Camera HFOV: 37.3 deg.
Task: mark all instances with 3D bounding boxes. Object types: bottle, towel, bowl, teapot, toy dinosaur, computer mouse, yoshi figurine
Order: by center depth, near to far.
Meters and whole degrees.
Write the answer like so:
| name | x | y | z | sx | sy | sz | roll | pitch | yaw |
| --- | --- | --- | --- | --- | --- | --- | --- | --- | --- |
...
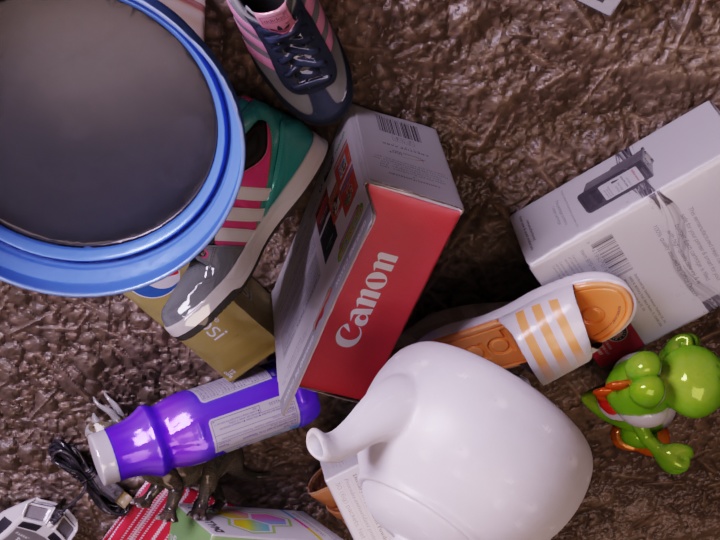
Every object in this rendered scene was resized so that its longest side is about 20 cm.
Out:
| name | x | y | z | sx | sy | sz | roll | pitch | yaw |
| --- | --- | --- | --- | --- | --- | --- | --- | --- | --- |
| bowl | -0.167 | -0.078 | 0.619 | 0.200 | 0.039 | 0.201 | -3 | 123 | -5 |
| teapot | 0.072 | 0.162 | 0.820 | 0.200 | 0.146 | 0.197 | 30 | 160 | 13 |
| bottle | -0.138 | 0.135 | 0.951 | 0.200 | 0.084 | 0.065 | -18 | 94 | -22 |
| yoshi figurine | 0.277 | 0.114 | 0.959 | 0.112 | 0.112 | 0.200 | -41 | 161 | -2 |
| toy dinosaur | -0.160 | 0.181 | 1.017 | 0.200 | 0.077 | 0.102 | 10 | 91 | -29 |
| computer mouse | -0.327 | 0.253 | 1.070 | 0.200 | 0.044 | 0.110 | -39 | 125 | 12 |
| towel | -0.166 | 0.299 | 1.133 | 0.200 | 0.022 | 0.145 | 26 | 116 | -23 |

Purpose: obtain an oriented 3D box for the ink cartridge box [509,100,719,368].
| name | x | y | z | sx | sy | sz | roll | pitch | yaw |
| --- | --- | --- | --- | --- | --- | --- | --- | --- | --- |
| ink cartridge box | 0.255 | -0.028 | 0.922 | 0.200 | 0.083 | 0.145 | -30 | 122 | 15 |

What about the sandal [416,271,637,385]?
| name | x | y | z | sx | sy | sz | roll | pitch | yaw |
| --- | --- | --- | --- | --- | --- | --- | --- | --- | --- |
| sandal | 0.138 | 0.069 | 0.903 | 0.207 | 0.059 | 0.079 | -23 | 126 | 25 |

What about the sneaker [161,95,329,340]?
| name | x | y | z | sx | sy | sz | roll | pitch | yaw |
| --- | --- | --- | --- | --- | --- | --- | --- | --- | --- |
| sneaker | -0.122 | -0.056 | 0.823 | 0.121 | 0.084 | 0.200 | 39 | 73 | -22 |

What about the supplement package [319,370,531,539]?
| name | x | y | z | sx | sy | sz | roll | pitch | yaw |
| --- | --- | --- | --- | --- | --- | --- | --- | --- | --- |
| supplement package | 0.077 | 0.187 | 0.981 | 0.200 | 0.120 | 0.121 | -26 | 93 | -5 |

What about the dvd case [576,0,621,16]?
| name | x | y | z | sx | sy | sz | roll | pitch | yaw |
| --- | --- | --- | --- | --- | --- | --- | --- | --- | --- |
| dvd case | 0.138 | -0.289 | 0.766 | 0.200 | 0.025 | 0.150 | 20 | 120 | -19 |

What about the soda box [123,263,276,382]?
| name | x | y | z | sx | sy | sz | roll | pitch | yaw |
| --- | --- | --- | --- | --- | --- | --- | --- | --- | --- |
| soda box | -0.153 | 0.004 | 0.903 | 0.064 | 0.068 | 0.200 | -36 | 121 | 16 |

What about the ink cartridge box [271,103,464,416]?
| name | x | y | z | sx | sy | sz | roll | pitch | yaw |
| --- | --- | --- | --- | --- | --- | --- | --- | --- | --- |
| ink cartridge box | 0.000 | 0.000 | 0.854 | 0.084 | 0.176 | 0.200 | 15 | 122 | -16 |

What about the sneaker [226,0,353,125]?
| name | x | y | z | sx | sy | sz | roll | pitch | yaw |
| --- | --- | --- | --- | --- | --- | --- | --- | --- | --- |
| sneaker | -0.060 | -0.179 | 0.780 | 0.070 | 0.082 | 0.200 | -24 | 124 | 9 |

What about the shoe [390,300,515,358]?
| name | x | y | z | sx | sy | sz | roll | pitch | yaw |
| --- | --- | --- | --- | --- | --- | --- | --- | --- | --- |
| shoe | 0.095 | 0.067 | 0.988 | 0.200 | 0.053 | 0.070 | -14 | 138 | 19 |

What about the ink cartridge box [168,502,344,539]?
| name | x | y | z | sx | sy | sz | roll | pitch | yaw |
| --- | --- | --- | --- | --- | --- | --- | --- | --- | --- |
| ink cartridge box | -0.125 | 0.270 | 1.037 | 0.200 | 0.104 | 0.059 | 11 | 90 | -29 |

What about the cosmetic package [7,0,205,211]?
| name | x | y | z | sx | sy | sz | roll | pitch | yaw |
| --- | --- | --- | --- | --- | --- | --- | --- | --- | --- |
| cosmetic package | -0.165 | -0.138 | 0.724 | 0.103 | 0.200 | 0.087 | 18 | 119 | -20 |

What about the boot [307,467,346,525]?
| name | x | y | z | sx | sy | sz | roll | pitch | yaw |
| --- | --- | --- | --- | --- | --- | --- | --- | --- | --- |
| boot | 0.060 | 0.208 | 1.071 | 0.155 | 0.074 | 0.200 | 40 | 106 | -21 |
